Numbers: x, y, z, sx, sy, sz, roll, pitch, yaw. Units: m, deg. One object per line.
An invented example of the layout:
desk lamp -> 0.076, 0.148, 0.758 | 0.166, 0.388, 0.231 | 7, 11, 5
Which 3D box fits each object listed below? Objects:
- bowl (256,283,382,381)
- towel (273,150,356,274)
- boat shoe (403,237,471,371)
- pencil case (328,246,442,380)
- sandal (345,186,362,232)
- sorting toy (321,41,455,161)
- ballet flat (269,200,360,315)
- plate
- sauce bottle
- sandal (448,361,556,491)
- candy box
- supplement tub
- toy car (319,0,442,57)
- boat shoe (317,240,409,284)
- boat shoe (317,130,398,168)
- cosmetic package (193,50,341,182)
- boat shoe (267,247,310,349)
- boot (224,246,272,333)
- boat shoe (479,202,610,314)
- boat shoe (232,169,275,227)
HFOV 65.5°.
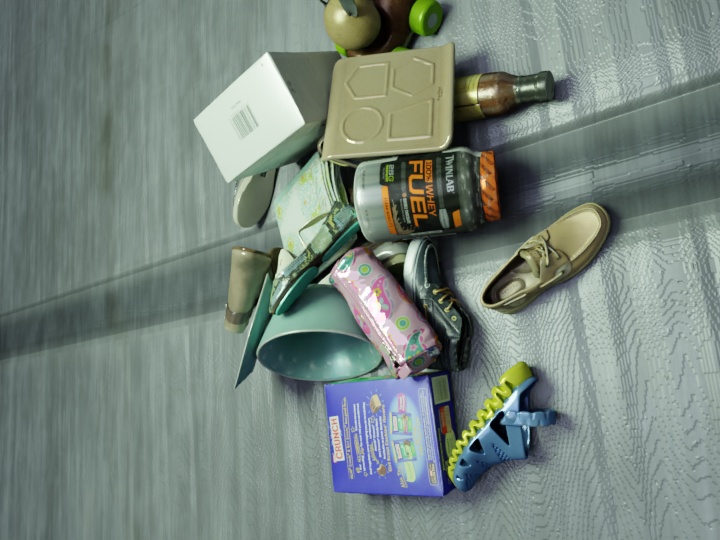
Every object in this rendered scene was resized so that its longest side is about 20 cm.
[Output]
bowl -> -0.064, 0.094, 0.907 | 0.199, 0.200, 0.106 | -23, 53, 32
towel -> -0.085, -0.087, 0.972 | 0.200, 0.048, 0.173 | -38, 58, 48
boat shoe -> 0.120, 0.049, 0.837 | 0.090, 0.070, 0.203 | 1, 93, 36
pencil case -> 0.034, 0.062, 0.809 | 0.087, 0.087, 0.201 | -45, 65, 24
sandal -> -0.016, -0.108, 0.955 | 0.199, 0.057, 0.081 | 12, 91, 37
sorting toy -> 0.043, -0.246, 0.832 | 0.197, 0.037, 0.187 | -3, 66, 19
ballet flat -> -0.081, -0.024, 0.840 | 0.074, 0.074, 0.200 | 37, 79, 33
plate -> -0.175, 0.104, 0.950 | 0.025, 0.200, 0.203 | 15, 96, -8
sauce bottle -> 0.181, -0.255, 0.823 | 0.198, 0.066, 0.067 | 5, 88, 35
sandal -> 0.192, 0.227, 0.759 | 0.087, 0.079, 0.201 | 38, 109, 28
candy box -> 0.046, 0.249, 0.862 | 0.198, 0.077, 0.171 | -12, 79, 34
supplement tub -> 0.098, -0.110, 0.812 | 0.197, 0.122, 0.124 | -6, 81, 16
toy car -> 0.001, -0.412, 0.887 | 0.164, 0.199, 0.159 | 37, 107, 33
boat shoe -> 0.000, 0.000, 0.931 | 0.199, 0.074, 0.069 | -25, 60, 27
boat shoe -> 0.031, -0.185, 0.876 | 0.197, 0.060, 0.073 | 11, 116, 4
cosmetic package -> -0.130, -0.261, 0.946 | 0.198, 0.200, 0.124 | -26, 96, 36
boat shoe -> -0.140, 0.061, 1.034 | 0.076, 0.071, 0.202 | -40, 56, 43
boot -> -0.205, 0.036, 0.982 | 0.069, 0.200, 0.148 | 15, 87, -4
boat shoe -> 0.245, -0.012, 0.748 | 0.200, 0.064, 0.072 | -48, 60, 23
boat shoe -> -0.222, -0.189, 1.116 | 0.092, 0.074, 0.202 | 19, 89, 43
